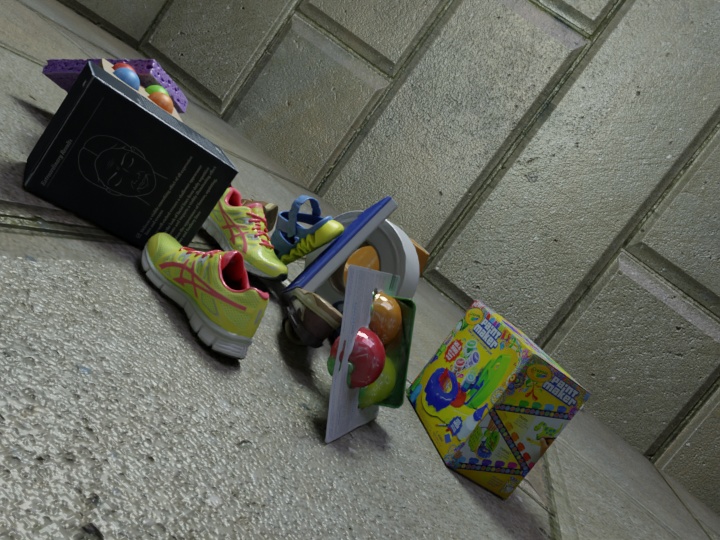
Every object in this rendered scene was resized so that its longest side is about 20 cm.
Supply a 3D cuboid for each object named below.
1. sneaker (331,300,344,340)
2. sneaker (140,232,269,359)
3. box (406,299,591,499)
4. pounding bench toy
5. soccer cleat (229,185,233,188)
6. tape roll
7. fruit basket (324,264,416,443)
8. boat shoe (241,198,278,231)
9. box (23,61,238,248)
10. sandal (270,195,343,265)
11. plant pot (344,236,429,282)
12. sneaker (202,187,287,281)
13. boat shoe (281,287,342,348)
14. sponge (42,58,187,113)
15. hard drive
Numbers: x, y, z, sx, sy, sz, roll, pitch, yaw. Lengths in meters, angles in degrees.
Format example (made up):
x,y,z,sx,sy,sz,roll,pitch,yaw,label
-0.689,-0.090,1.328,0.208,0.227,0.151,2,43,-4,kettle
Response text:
x,y,z,sx,sy,sz,roll,pitch,yaw,label
-0.010,0.098,0.972,0.082,0.070,0.200,34,6,-42,sneaker
-0.168,0.007,0.711,0.200,0.091,0.078,40,9,29,sneaker
0.193,0.182,0.944,0.122,0.193,0.200,34,7,-21,box
-0.325,-0.196,0.949,0.199,0.157,0.124,33,8,-33,pounding bench toy
-0.316,-0.158,1.153,0.198,0.069,0.085,24,-25,-1,soccer cleat
0.000,0.000,1.126,0.202,0.203,0.071,40,9,24,tape roll
0.001,0.091,0.745,0.093,0.188,0.200,7,-1,24,fruit basket
-0.222,-0.106,1.263,0.067,0.073,0.200,17,10,6,boat shoe
-0.280,-0.129,0.784,0.199,0.149,0.107,33,8,-35,box
-0.112,-0.062,1.058,0.079,0.199,0.088,-33,94,-49,sandal
0.054,0.000,1.434,0.199,0.184,0.200,37,7,-5,plant pot
-0.179,-0.061,1.017,0.200,0.091,0.078,42,7,22,sneaker
-0.075,0.070,0.864,0.072,0.065,0.200,44,-12,-11,boat shoe
-0.394,-0.298,1.029,0.198,0.030,0.112,5,-17,14,sponge
-0.035,-0.031,1.001,0.025,0.200,0.132,47,-18,-8,hard drive
